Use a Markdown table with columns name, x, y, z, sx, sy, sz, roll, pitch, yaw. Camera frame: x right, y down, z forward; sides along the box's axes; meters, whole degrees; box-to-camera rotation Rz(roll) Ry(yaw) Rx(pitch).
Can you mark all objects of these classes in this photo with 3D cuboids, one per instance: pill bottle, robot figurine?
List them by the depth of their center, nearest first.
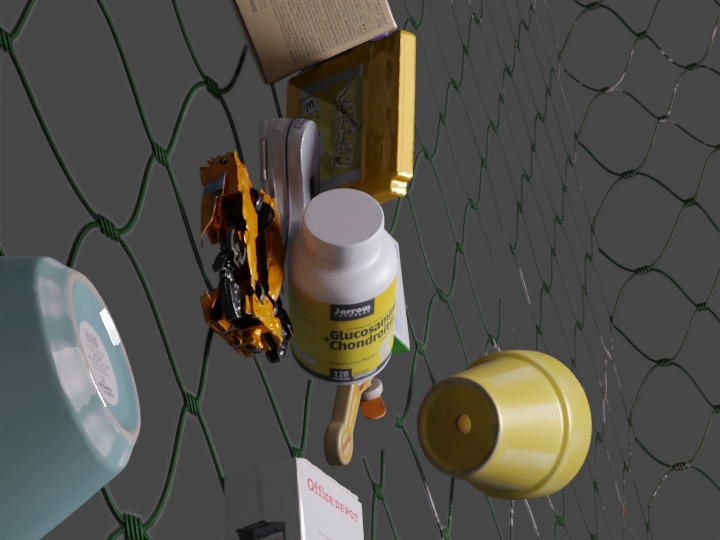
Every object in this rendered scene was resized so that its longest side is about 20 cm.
| name | x | y | z | sx | sy | sz | roll | pitch | yaw |
| --- | --- | --- | --- | --- | --- | --- | --- | --- | --- |
| robot figurine | -0.114 | -0.006 | 1.436 | 0.145 | 0.058 | 0.201 | 50 | 30 | -52 |
| pill bottle | -0.019 | 0.016 | 1.514 | 0.201 | 0.111 | 0.113 | 91 | 1 | -47 |

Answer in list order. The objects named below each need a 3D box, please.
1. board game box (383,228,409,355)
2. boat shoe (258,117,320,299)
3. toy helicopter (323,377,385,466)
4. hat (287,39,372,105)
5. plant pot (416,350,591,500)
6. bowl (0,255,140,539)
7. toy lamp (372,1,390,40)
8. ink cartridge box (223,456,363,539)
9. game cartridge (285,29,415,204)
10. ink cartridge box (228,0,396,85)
| name | x | y | z | sx | sy | sz | roll | pitch | yaw |
| --- | --- | --- | --- | --- | --- | --- | --- | --- | --- |
| board game box | 0.000 | 0.000 | 1.798 | 0.200 | 0.040 | 0.154 | 45 | 35 | -57 |
| boat shoe | -0.081 | -0.066 | 1.567 | 0.074 | 0.065 | 0.202 | -41 | 136 | -65 |
| toy helicopter | -0.010 | 0.132 | 1.654 | 0.133 | 0.078 | 0.201 | 67 | 28 | -51 |
| hat | -0.035 | -0.181 | 1.730 | 0.081 | 0.200 | 0.202 | -16 | 91 | -35 |
| plant pot | 0.177 | 0.204 | 1.954 | 0.188 | 0.200 | 0.202 | 7 | 68 | -55 |
| bowl | -0.209 | 0.070 | 0.939 | 0.201 | 0.104 | 0.202 | -21 | 90 | -87 |
| toy lamp | 0.007 | -0.423 | 2.122 | 0.058 | 0.058 | 0.202 | 28 | 50 | -66 |
| ink cartridge box | -0.055 | 0.291 | 1.338 | 0.148 | 0.085 | 0.201 | 47 | 31 | -54 |
| game cartridge | -0.015 | -0.150 | 1.596 | 0.032 | 0.199 | 0.178 | 11 | 74 | -35 |
| ink cartridge box | -0.072 | -0.332 | 1.632 | 0.075 | 0.164 | 0.201 | -121 | -171 | -68 |
